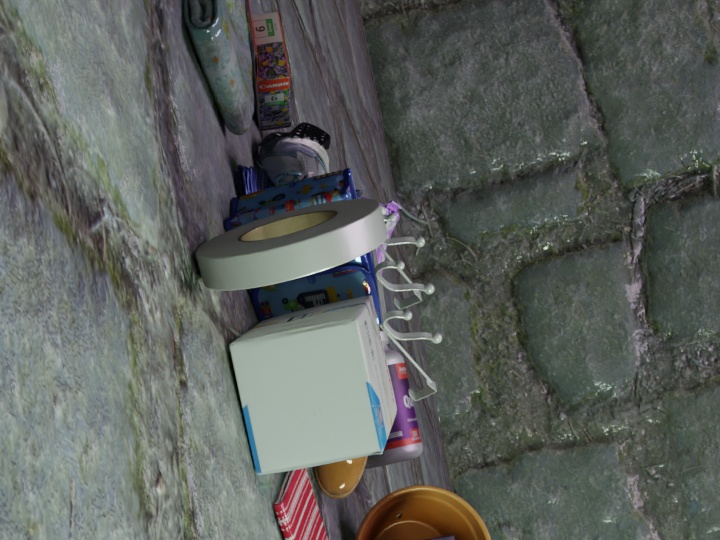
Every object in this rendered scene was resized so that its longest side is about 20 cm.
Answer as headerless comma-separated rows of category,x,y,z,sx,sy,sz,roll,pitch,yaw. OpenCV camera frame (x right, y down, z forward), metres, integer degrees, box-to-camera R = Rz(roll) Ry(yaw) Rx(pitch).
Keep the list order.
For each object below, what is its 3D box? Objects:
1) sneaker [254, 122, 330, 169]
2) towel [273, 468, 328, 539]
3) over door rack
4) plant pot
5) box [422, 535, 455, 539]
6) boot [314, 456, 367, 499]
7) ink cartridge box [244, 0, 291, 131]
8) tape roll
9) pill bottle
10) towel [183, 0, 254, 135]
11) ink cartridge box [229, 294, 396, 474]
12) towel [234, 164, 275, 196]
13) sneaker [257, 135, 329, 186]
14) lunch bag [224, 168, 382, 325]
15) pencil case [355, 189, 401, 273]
sneaker,-0.097,-0.150,1.929,0.083,0.071,0.200,-63,167,23
towel,-0.058,0.332,1.558,0.145,0.022,0.203,-67,142,-75
over door rack,0.062,0.042,1.633,0.201,0.066,0.149,67,13,-55
plant pot,0.080,0.414,1.918,0.140,0.197,0.203,112,-32,-73
box,0.054,0.424,1.741,0.199,0.078,0.143,6,71,-53
boot,-0.009,0.186,1.710,0.155,0.076,0.202,113,-4,-79
ink cartridge box,-0.127,-0.292,1.877,0.201,0.050,0.110,95,-15,-66
tape roll,-0.070,-0.029,1.389,0.203,0.200,0.038,-75,150,-76
pill bottle,0.025,0.201,2.111,0.112,0.111,0.203,32,45,-80
towel,-0.173,-0.297,1.687,0.172,0.047,0.202,69,11,-47
ink cartridge box,-0.047,0.124,1.516,0.200,0.143,0.149,-40,118,-82
towel,-0.096,-0.057,1.755,0.199,0.024,0.147,7,71,-66
sneaker,-0.068,-0.101,1.729,0.200,0.077,0.087,44,42,-55
lunch bag,-0.060,0.000,1.623,0.094,0.148,0.202,-85,161,-68
pencil case,0.000,0.000,1.817,0.084,0.085,0.203,22,79,-51
